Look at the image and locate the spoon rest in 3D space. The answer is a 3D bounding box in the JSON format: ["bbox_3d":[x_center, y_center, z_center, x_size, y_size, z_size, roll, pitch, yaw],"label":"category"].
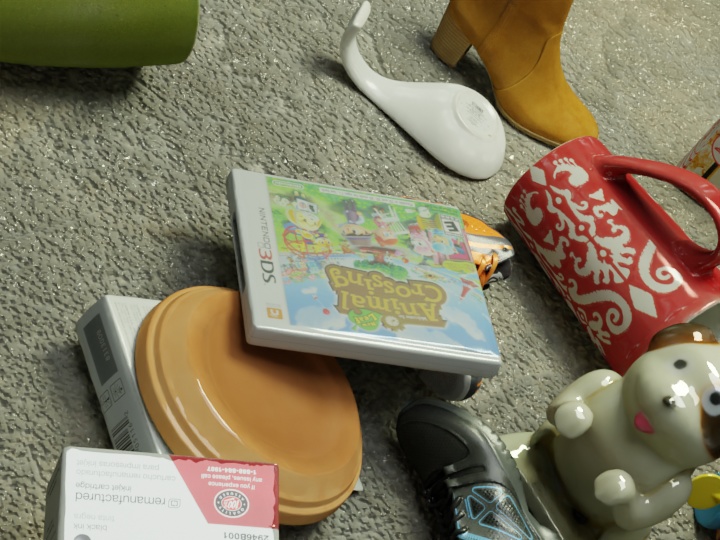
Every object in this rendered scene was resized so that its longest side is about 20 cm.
[{"bbox_3d":[0.056,-0.160,1.577,0.200,0.061,0.100,41,44,-16],"label":"spoon rest"}]

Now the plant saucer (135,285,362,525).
[{"bbox_3d":[-0.072,0.090,1.247,0.200,0.037,0.201,31,35,-24],"label":"plant saucer"}]

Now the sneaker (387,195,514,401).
[{"bbox_3d":[0.087,0.017,1.425,0.112,0.078,0.201,1,55,-30],"label":"sneaker"}]

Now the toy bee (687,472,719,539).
[{"bbox_3d":[0.325,0.178,1.421,0.130,0.109,0.201,2,54,-28],"label":"toy bee"}]

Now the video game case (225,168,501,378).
[{"bbox_3d":[0.000,0.000,1.322,0.199,0.022,0.182,9,41,-19],"label":"video game case"}]

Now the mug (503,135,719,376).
[{"bbox_3d":[0.241,-0.024,1.498,0.200,0.177,0.133,53,16,22],"label":"mug"}]

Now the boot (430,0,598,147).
[{"bbox_3d":[0.172,-0.212,1.618,0.201,0.144,0.071,35,45,-2],"label":"boot"}]

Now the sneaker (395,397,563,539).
[{"bbox_3d":[0.086,0.184,1.291,0.082,0.073,0.200,-25,69,-40],"label":"sneaker"}]

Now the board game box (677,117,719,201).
[{"bbox_3d":[0.426,-0.083,1.665,0.200,0.152,0.046,38,44,1],"label":"board game box"}]

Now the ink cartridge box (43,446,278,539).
[{"bbox_3d":[-0.128,0.223,1.080,0.144,0.084,0.201,6,63,-15],"label":"ink cartridge box"}]

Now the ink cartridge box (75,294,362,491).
[{"bbox_3d":[-0.104,0.103,1.274,0.200,0.047,0.161,10,48,-47],"label":"ink cartridge box"}]

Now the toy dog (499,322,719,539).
[{"bbox_3d":[0.226,0.135,1.327,0.193,0.200,0.140,-4,57,-33],"label":"toy dog"}]

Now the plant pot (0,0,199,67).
[{"bbox_3d":[-0.256,-0.239,1.371,0.199,0.187,0.188,-15,63,-22],"label":"plant pot"}]
